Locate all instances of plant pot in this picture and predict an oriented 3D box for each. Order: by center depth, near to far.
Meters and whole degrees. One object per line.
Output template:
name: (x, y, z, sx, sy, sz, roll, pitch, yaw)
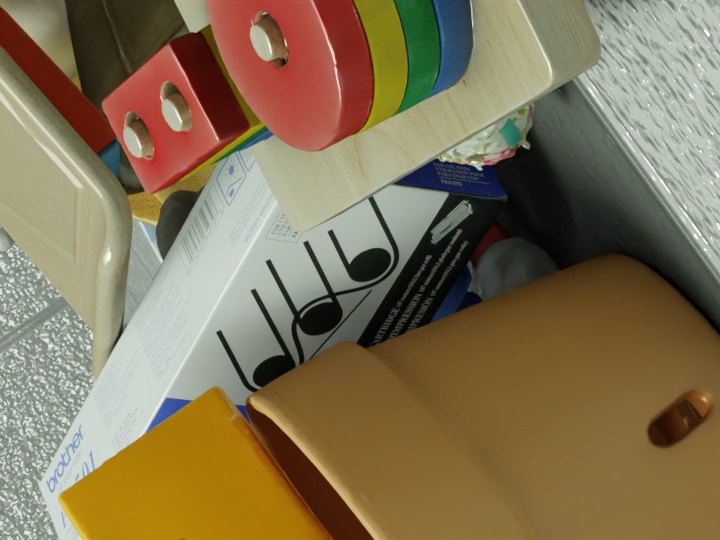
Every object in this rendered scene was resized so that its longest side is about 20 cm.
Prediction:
plant pot: (0.072, 0.089, 0.984, 0.200, 0.140, 0.200, 53, 170, 14)

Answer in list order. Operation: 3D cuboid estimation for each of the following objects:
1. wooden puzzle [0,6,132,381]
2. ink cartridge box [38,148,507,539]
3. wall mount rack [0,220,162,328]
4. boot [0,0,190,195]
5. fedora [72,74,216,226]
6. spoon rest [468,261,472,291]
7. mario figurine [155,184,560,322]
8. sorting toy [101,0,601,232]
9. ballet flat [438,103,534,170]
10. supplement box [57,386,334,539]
wooden puzzle: (-0.139, -0.064, 1.036, 0.200, 0.037, 0.185, 53, 166, 9)
ink cartridge box: (-0.035, 0.028, 1.035, 0.200, 0.094, 0.044, -58, 41, 32)
wall mount rack: (-0.129, 0.000, 1.430, 0.201, 0.074, 0.174, 61, 179, -16)
boot: (-0.105, -0.087, 1.104, 0.066, 0.175, 0.200, 26, -159, -27)
fedora: (-0.108, -0.083, 1.298, 0.200, 0.082, 0.201, 30, 156, 15)
spoon rest: (0.032, 0.025, 1.210, 0.201, 0.060, 0.099, 59, 170, -23)
mario figurine: (0.000, 0.000, 1.090, 0.201, 0.123, 0.106, 65, 164, -16)
sorting toy: (-0.042, -0.114, 0.843, 0.201, 0.069, 0.199, 63, 154, 0)
ballet flat: (-0.007, -0.099, 0.962, 0.200, 0.076, 0.064, 53, -174, 36)
supplement box: (-0.025, 0.147, 1.016, 0.126, 0.073, 0.200, 50, 169, 31)
